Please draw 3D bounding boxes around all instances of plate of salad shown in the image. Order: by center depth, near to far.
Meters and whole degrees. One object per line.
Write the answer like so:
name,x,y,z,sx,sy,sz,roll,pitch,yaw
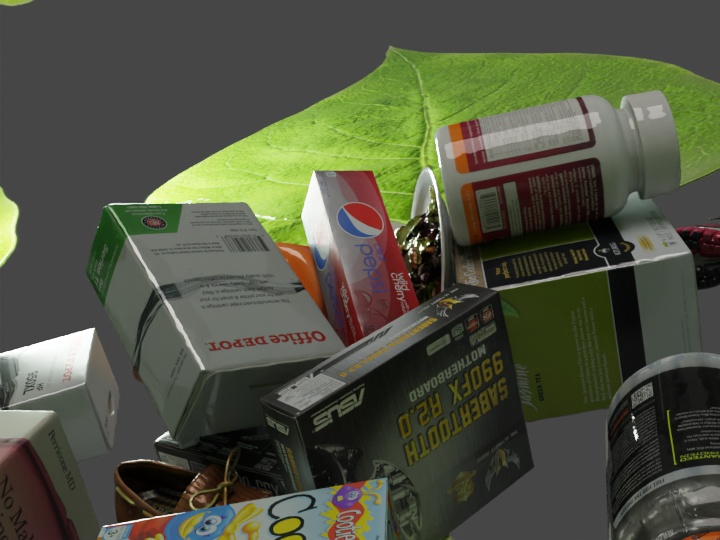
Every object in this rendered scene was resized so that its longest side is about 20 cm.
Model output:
plate of salad,0.054,0.000,0.961,0.048,0.202,0.200,1,20,-6

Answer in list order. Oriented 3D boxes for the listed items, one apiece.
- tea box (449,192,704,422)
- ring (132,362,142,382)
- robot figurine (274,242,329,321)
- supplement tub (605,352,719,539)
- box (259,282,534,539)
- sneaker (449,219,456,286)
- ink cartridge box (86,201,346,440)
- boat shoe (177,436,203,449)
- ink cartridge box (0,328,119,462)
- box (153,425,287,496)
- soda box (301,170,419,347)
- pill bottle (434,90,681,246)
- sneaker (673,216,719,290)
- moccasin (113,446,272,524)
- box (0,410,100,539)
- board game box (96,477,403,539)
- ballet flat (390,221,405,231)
tea box,0.189,0.024,0.908,0.195,0.135,0.200,-10,21,7
ring,-0.166,0.043,1.051,0.200,0.019,0.201,-42,-13,-12
robot figurine,-0.062,0.031,1.023,0.116,0.145,0.200,31,10,22
supplement tub,0.213,0.147,0.606,0.121,0.123,0.200,-7,22,16
box,0.035,0.122,0.728,0.199,0.160,0.048,-27,23,-32
sneaker,0.160,-0.038,1.157,0.113,0.077,0.199,-12,15,22
ink cartridge box,-0.124,0.035,0.835,0.146,0.083,0.200,-3,43,-39
boat shoe,-0.142,0.089,0.895,0.070,0.073,0.200,-11,23,-5
ink cartridge box,-0.357,0.146,1.008,0.198,0.085,0.145,-15,22,-6
box,-0.059,0.146,0.873,0.199,0.050,0.157,4,27,38
soda box,0.000,0.000,0.911,0.063,0.070,0.201,-2,51,-20
pill bottle,0.171,-0.093,0.873,0.198,0.110,0.110,-11,21,6
sneaker,0.389,-0.022,0.978,0.199,0.081,0.075,5,15,30
moccasin,-0.117,0.184,0.775,0.200,0.078,0.074,6,29,40
box,-0.310,0.213,0.755,0.108,0.129,0.200,-4,24,22
board game box,-0.069,0.218,0.626,0.198,0.106,0.103,-12,22,7
ballet flat,0.019,-0.030,1.233,0.199,0.071,0.067,2,27,36
